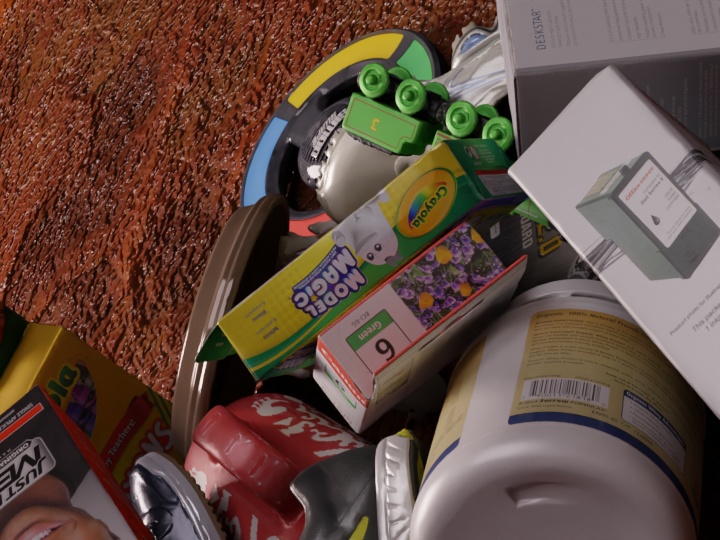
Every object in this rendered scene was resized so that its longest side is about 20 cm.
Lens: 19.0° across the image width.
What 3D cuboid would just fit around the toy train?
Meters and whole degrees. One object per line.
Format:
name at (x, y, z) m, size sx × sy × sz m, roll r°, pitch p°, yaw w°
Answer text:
toy train at (0.072, -0.074, 1.325) m, size 0.199 × 0.042 × 0.057 m, roll 27°, pitch 104°, yaw 31°

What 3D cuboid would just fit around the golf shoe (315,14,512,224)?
golf shoe at (0.055, -0.083, 1.387) m, size 0.200 × 0.078 × 0.097 m, roll -40°, pitch 40°, yaw 19°

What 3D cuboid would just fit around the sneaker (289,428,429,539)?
sneaker at (0.003, 0.184, 1.128) m, size 0.084 × 0.075 × 0.201 m, roll -12°, pitch 55°, yaw 20°

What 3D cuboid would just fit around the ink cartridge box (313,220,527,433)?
ink cartridge box at (0.030, 0.028, 1.208) m, size 0.109 × 0.050 × 0.200 m, roll -38°, pitch -9°, yaw -9°

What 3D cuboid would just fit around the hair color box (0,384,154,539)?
hair color box at (-0.172, 0.165, 1.227) m, size 0.101 × 0.061 × 0.200 m, roll -39°, pitch 45°, yaw -4°

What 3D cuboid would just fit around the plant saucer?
plant saucer at (-0.088, 0.044, 1.444) m, size 0.029 × 0.200 × 0.201 m, roll 14°, pitch 62°, yaw 7°

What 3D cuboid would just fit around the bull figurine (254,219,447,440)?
bull figurine at (-0.002, 0.034, 1.399) m, size 0.200 × 0.121 × 0.065 m, roll -83°, pitch 3°, yaw -57°

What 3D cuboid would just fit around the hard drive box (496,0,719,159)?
hard drive box at (0.184, -0.147, 1.283) m, size 0.199 × 0.077 × 0.156 m, roll -5°, pitch 44°, yaw 3°

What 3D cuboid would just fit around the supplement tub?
supplement tub at (0.109, 0.102, 1.133) m, size 0.144 × 0.145 × 0.200 m, roll -34°, pitch 15°, yaw 24°

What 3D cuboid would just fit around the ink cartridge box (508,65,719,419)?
ink cartridge box at (0.187, 0.003, 1.122) m, size 0.084 × 0.146 × 0.200 m, roll -45°, pitch 52°, yaw 11°

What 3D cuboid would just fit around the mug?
mug at (-0.028, 0.136, 1.293) m, size 0.133 × 0.178 × 0.200 m, roll -23°, pitch 23°, yaw -18°

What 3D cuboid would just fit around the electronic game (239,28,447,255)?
electronic game at (-0.014, -0.094, 1.590) m, size 0.199 × 0.042 × 0.201 m, roll -30°, pitch 39°, yaw 28°

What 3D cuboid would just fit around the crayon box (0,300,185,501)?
crayon box at (-0.195, 0.124, 1.462) m, size 0.051 × 0.200 × 0.127 m, roll 5°, pitch 63°, yaw 51°

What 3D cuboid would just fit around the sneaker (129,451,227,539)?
sneaker at (-0.119, 0.204, 1.253) m, size 0.108 × 0.070 × 0.201 m, roll -22°, pitch 62°, yaw -17°

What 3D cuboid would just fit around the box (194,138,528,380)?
box at (0.000, 0.000, 1.262) m, size 0.200 × 0.048 × 0.117 m, roll -37°, pitch -8°, yaw 18°

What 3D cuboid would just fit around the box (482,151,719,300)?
box at (0.150, -0.027, 1.326) m, size 0.158 × 0.048 × 0.201 m, roll -31°, pitch 39°, yaw 29°
